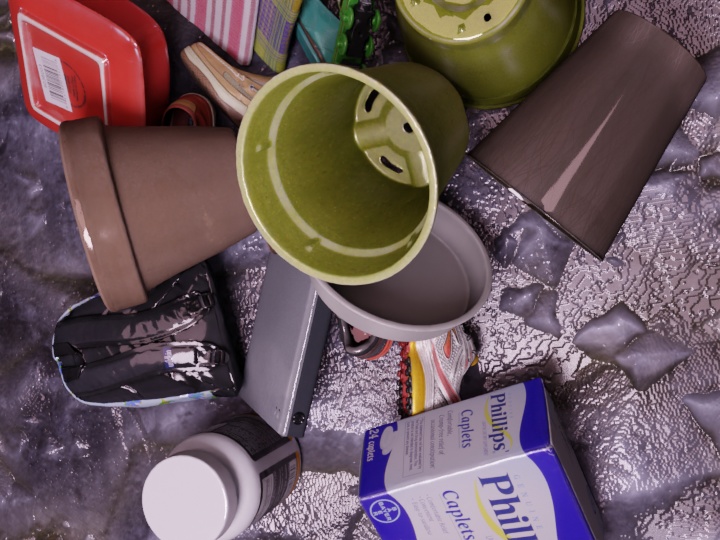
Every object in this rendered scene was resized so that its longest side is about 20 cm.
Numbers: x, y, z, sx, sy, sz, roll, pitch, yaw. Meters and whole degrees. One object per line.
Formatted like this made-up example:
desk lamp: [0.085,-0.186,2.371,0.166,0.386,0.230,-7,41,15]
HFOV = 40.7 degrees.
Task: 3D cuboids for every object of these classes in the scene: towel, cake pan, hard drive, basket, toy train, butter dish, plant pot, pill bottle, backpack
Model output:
towel: [-0.106,-0.314,1.033,0.023,0.200,0.144,-31,77,-24]
cake pan: [0.033,-0.008,0.972,0.200,0.200,0.037,34,136,12]
hard drive: [-0.078,0.063,1.062,0.033,0.139,0.202,10,97,-28]
basket: [0.233,-0.140,0.958,0.180,0.136,0.200,43,99,29]
toy train: [-0.005,-0.254,0.989,0.041,0.057,0.201,1,130,-21]
butter dish: [-0.282,-0.240,1.102,0.199,0.148,0.201,30,139,18]
towel: [-0.183,-0.335,1.074,0.200,0.147,0.030,42,64,9]
plant pot: [0.013,-0.115,0.922,0.199,0.184,0.202,11,118,22]
pill bottle: [-0.146,0.224,1.045,0.115,0.200,0.117,0,92,16]
backpack: [-0.248,0.084,1.110,0.199,0.154,0.164,-16,93,-5]
plant pot: [0.114,-0.272,0.953,0.199,0.193,0.202,1,92,16]
plant pot: [-0.203,-0.075,1.014,0.173,0.200,0.202,-16,88,-11]

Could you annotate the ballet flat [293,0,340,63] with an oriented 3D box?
ballet flat: [-0.067,-0.310,1.079,0.070,0.067,0.201,-33,83,-10]

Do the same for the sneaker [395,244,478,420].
sneaker: [0.083,0.073,1.048,0.081,0.078,0.202,1,88,-12]

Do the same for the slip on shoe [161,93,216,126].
slip on shoe: [-0.210,-0.103,1.119,0.074,0.061,0.202,14,104,14]

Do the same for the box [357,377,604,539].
box: [0.125,0.234,0.981,0.199,0.105,0.185,-20,116,16]

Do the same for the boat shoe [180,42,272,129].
boat shoe: [-0.115,-0.191,1.096,0.076,0.072,0.200,-43,88,-1]

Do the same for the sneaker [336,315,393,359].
sneaker: [0.000,0.000,1.055,0.076,0.082,0.202,-9,90,16]

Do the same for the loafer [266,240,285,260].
loafer: [-0.081,-0.100,1.016,0.070,0.073,0.201,-1,62,9]
